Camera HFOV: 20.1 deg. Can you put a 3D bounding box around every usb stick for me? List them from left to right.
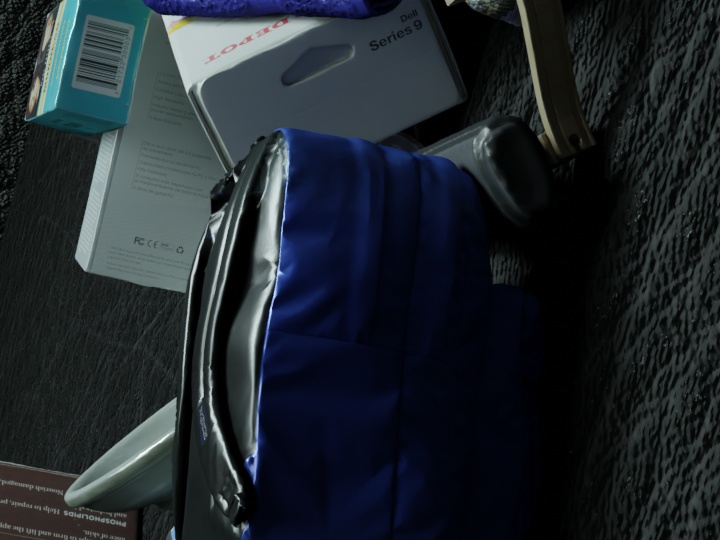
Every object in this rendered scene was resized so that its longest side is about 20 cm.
[{"bbox_3d":[0.056,-0.041,0.994,0.200,0.033,0.056,169,77,-81],"label":"usb stick"}]

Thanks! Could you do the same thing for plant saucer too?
[{"bbox_3d":[-0.102,0.107,1.338,0.200,0.050,0.200,-37,4,3],"label":"plant saucer"}]

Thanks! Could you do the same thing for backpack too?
[{"bbox_3d":[-0.003,0.043,0.944,0.162,0.167,0.201,144,129,-64],"label":"backpack"}]

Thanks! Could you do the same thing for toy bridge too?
[{"bbox_3d":[0.060,-0.144,0.943,0.201,0.027,0.067,67,158,4],"label":"toy bridge"}]

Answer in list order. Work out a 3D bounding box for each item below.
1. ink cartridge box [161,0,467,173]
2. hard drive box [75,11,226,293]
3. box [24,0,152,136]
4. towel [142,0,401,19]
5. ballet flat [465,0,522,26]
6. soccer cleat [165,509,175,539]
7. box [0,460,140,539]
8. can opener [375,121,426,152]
[{"bbox_3d":[-0.034,-0.139,1.207,0.088,0.145,0.200,64,-179,-26],"label":"ink cartridge box"},{"bbox_3d":[-0.096,-0.084,1.384,0.077,0.155,0.201,-150,73,-74],"label":"hard drive box"},{"bbox_3d":[-0.184,-0.138,1.355,0.200,0.049,0.083,-175,97,-75],"label":"box"},{"bbox_3d":[-0.023,-0.197,1.150,0.200,0.050,0.148,6,42,46],"label":"towel"},{"bbox_3d":[0.091,-0.170,0.967,0.200,0.072,0.072,143,136,-66],"label":"ballet flat"},{"bbox_3d":[-0.078,0.167,1.327,0.086,0.070,0.200,-32,4,2],"label":"soccer cleat"},{"bbox_3d":[-0.292,0.297,1.756,0.166,0.164,0.200,120,156,-44],"label":"box"},{"bbox_3d":[0.000,0.000,1.217,0.067,0.053,0.200,-41,-25,-59],"label":"can opener"}]
